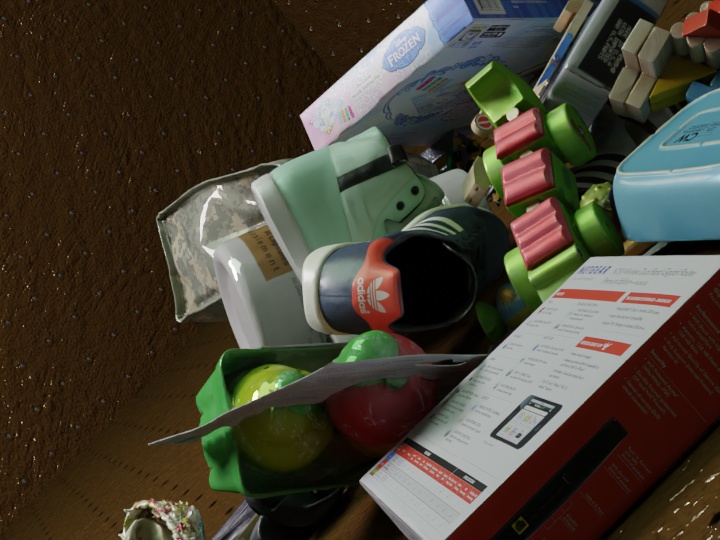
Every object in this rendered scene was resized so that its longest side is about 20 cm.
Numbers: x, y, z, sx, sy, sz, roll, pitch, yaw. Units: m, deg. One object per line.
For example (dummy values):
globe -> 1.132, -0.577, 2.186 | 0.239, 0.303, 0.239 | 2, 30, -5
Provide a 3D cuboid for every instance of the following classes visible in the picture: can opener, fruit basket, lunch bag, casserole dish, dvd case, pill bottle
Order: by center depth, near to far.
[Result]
casserole dish -> 0.211, -0.067, 0.844 | 0.121, 0.039, 0.200 | -39, 13, -16
fruit basket -> -0.003, 0.070, 0.892 | 0.183, 0.095, 0.200 | -2, -22, -37
can opener -> -0.019, 0.113, 1.070 | 0.078, 0.063, 0.200 | -36, 9, 47
pill bottle -> 0.000, 0.000, 1.129 | 0.198, 0.116, 0.114 | -22, 2, -14
dvd case -> -0.066, 0.167, 1.159 | 0.200, 0.016, 0.149 | -49, 2, -40
lunch bag -> -0.046, -0.033, 1.256 | 0.162, 0.119, 0.199 | -4, -16, -39

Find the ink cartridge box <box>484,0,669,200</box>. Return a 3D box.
ink cartridge box -> 0.172, -0.154, 1.085 | 0.199, 0.047, 0.200 | -59, -4, -26

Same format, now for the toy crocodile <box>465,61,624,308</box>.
toy crocodile -> 0.111, -0.044, 0.931 | 0.067, 0.062, 0.202 | -28, 53, 24

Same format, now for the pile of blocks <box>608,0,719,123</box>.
pile of blocks -> 0.245, -0.143, 0.922 | 0.198, 0.083, 0.062 | -26, -25, 8

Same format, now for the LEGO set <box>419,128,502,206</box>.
LEGO set -> 0.080, -0.026, 1.355 | 0.200, 0.115, 0.155 | -42, 34, 37

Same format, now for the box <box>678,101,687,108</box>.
box -> 0.290, -0.150, 1.047 | 0.110, 0.035, 0.200 | -43, 6, 0

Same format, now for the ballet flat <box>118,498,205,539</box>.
ballet flat -> -0.135, 0.208, 1.035 | 0.077, 0.063, 0.200 | -68, 14, 3

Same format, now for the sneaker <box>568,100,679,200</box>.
sneaker -> 0.171, -0.081, 1.134 | 0.115, 0.076, 0.201 | -40, 9, 1

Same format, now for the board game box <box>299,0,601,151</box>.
board game box -> 0.082, -0.167, 1.250 | 0.199, 0.044, 0.199 | -10, -21, -47

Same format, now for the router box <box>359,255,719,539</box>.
router box -> 0.093, 0.070, 0.728 | 0.179, 0.049, 0.200 | -43, 6, -6

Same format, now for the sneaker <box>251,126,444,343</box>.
sneaker -> 0.022, 0.002, 1.034 | 0.117, 0.202, 0.074 | -29, 2, -5

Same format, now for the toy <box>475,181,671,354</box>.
toy -> 0.152, -0.023, 0.990 | 0.200, 0.047, 0.115 | -40, 8, 24

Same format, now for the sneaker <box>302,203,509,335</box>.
sneaker -> 0.054, 0.002, 0.971 | 0.084, 0.076, 0.199 | 0, 13, 39

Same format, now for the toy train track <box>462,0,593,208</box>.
toy train track -> 0.111, -0.126, 1.064 | 0.201, 0.032, 0.115 | -58, -3, -34
